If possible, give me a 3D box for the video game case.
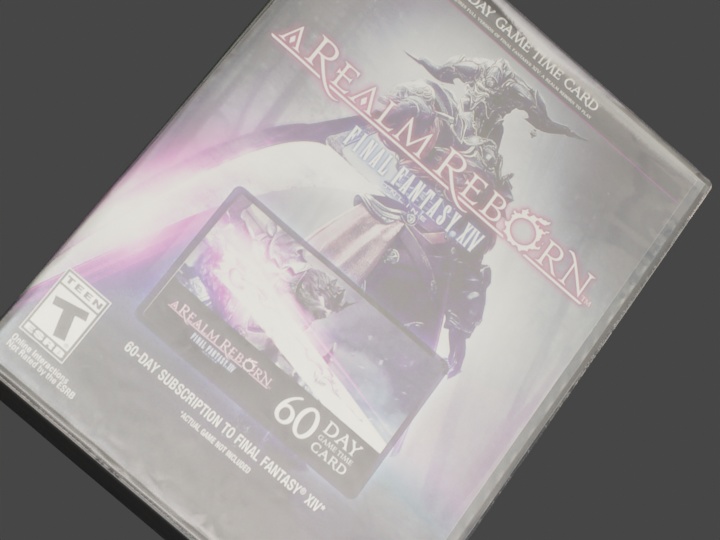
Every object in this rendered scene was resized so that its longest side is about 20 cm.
[{"bbox_3d":[0.000,0.000,0.758,0.143,0.019,0.200,41,64,-6],"label":"video game case"}]
